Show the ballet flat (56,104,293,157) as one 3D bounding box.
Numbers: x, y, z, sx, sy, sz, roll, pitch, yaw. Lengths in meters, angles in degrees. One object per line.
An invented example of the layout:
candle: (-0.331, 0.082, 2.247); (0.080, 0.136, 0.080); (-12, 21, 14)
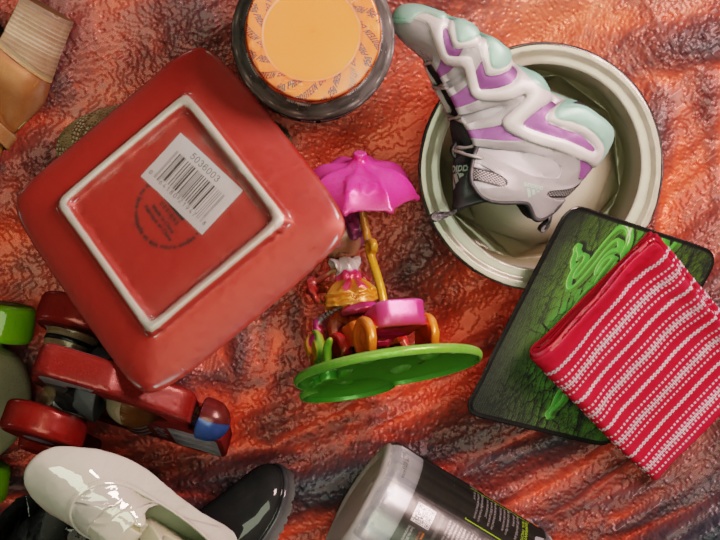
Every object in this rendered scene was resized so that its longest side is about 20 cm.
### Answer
ballet flat: (-0.155, -0.105, 1.097); (0.199, 0.065, 0.071); (-2, 93, -2)

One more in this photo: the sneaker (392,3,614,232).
sneaker: (0.082, -0.104, 1.027); (0.200, 0.078, 0.140); (34, 93, -4)

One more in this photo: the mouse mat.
mouse mat: (0.191, 0.052, 1.103); (0.160, 0.008, 0.201); (15, 110, -26)

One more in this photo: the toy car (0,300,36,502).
toy car: (-0.389, 0.094, 1.095); (0.199, 0.158, 0.165); (10, 92, 26)

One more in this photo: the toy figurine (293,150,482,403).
toy figurine: (0.000, 0.000, 1.084); (0.150, 0.200, 0.185); (-3, 75, -23)

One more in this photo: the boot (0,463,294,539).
boot: (-0.172, 0.196, 1.084); (0.200, 0.066, 0.165); (32, 94, -31)

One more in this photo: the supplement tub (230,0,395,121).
supplement tub: (-0.037, -0.176, 1.027); (0.122, 0.200, 0.123); (0, 95, -2)

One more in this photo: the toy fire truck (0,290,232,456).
toy fire truck: (-0.182, 0.102, 1.056); (0.167, 0.200, 0.113); (15, 73, 0)

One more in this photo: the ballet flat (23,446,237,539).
ballet flat: (-0.163, 0.195, 1.008); (0.200, 0.069, 0.070); (37, 93, -33)

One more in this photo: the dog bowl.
dog bowl: (0.145, -0.087, 1.107); (0.199, 0.074, 0.201); (0, 96, -3)

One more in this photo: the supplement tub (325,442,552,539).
supplement tub: (0.078, 0.242, 1.110); (0.200, 0.123, 0.123); (32, 93, -4)

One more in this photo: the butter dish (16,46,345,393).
butter dish: (-0.123, -0.029, 1.023); (0.199, 0.148, 0.200); (-40, 72, 3)

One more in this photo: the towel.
towel: (0.244, 0.076, 1.111); (0.145, 0.022, 0.200); (-45, 121, 3)

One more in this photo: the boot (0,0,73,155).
boot: (-0.351, -0.181, 1.087); (0.200, 0.077, 0.156); (29, 98, -12)
